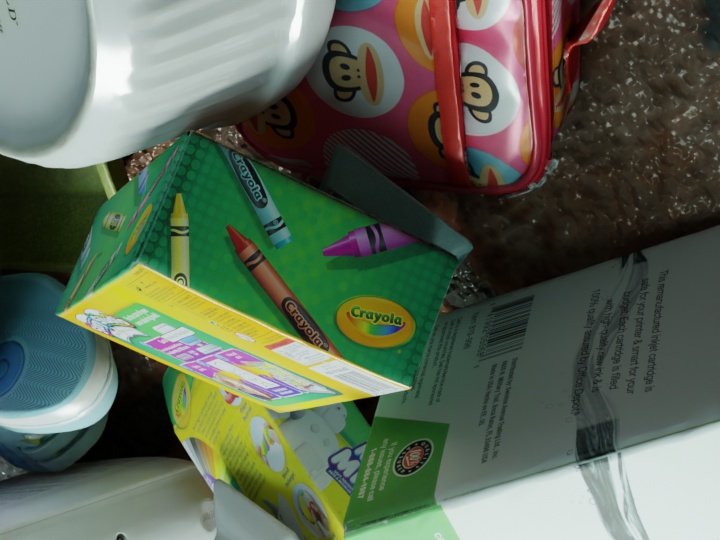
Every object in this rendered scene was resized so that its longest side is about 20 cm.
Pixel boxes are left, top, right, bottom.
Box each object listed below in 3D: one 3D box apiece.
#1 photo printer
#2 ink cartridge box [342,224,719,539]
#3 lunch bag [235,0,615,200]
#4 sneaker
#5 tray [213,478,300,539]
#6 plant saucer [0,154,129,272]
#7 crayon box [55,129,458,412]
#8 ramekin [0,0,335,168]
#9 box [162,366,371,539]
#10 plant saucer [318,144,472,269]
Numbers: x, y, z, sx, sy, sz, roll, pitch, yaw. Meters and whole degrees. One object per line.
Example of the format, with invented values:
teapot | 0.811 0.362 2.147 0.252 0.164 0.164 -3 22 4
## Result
photo printer | -0.178 0.151 1.057 0.165 0.199 0.070 -10 92 34
ink cartridge box | 0.107 0.065 0.810 0.199 0.147 0.083 -19 117 24
lunch bag | 0.024 -0.128 0.794 0.175 0.082 0.201 9 130 21
sneaker | -0.161 0.062 1.029 0.199 0.080 0.130 14 158 49
tray | -0.022 0.203 0.971 0.107 0.022 0.201 23 138 63
plant saucer | -0.205 -0.096 0.981 0.198 0.048 0.201 3 125 31
crayon box | -0.051 0.008 0.827 0.118 0.059 0.200 25 167 -13
ramekin | -0.113 -0.134 0.751 0.199 0.105 0.202 29 135 33
box | -0.029 0.106 0.980 0.201 0.048 0.118 54 150 15
plant saucer | 0.000 0.000 0.885 0.070 0.019 0.200 37 164 2
